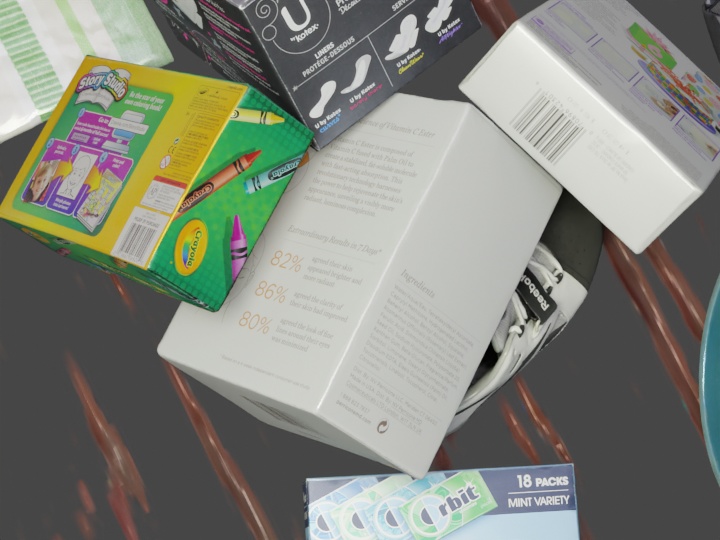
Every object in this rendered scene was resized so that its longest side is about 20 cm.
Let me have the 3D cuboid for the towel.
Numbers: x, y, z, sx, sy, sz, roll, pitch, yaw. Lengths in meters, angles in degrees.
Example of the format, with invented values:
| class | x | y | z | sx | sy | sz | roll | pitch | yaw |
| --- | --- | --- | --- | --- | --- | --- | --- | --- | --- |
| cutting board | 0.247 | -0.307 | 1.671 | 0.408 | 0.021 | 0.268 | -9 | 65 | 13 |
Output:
| class | x | y | z | sx | sy | sz | roll | pitch | yaw |
| --- | --- | --- | --- | --- | --- | --- | --- | --- | --- |
| towel | -0.244 | -0.157 | 1.193 | 0.200 | 0.023 | 0.153 | -27 | 84 | -10 |

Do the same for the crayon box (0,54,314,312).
| class | x | y | z | sx | sy | sz | roll | pitch | yaw |
| --- | --- | --- | --- | --- | --- | --- | --- | --- | --- |
| crayon box | -0.127 | -0.056 | 1.097 | 0.058 | 0.200 | 0.119 | 34 | 80 | -36 |

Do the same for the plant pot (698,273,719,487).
| class | x | y | z | sx | sy | sz | roll | pitch | yaw |
| --- | --- | --- | --- | --- | --- | --- | --- | --- | --- |
| plant pot | 0.338 | 0.066 | 1.127 | 0.188 | 0.200 | 0.200 | 3 | 80 | -20 |

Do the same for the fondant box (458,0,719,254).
| class | x | y | z | sx | sy | sz | roll | pitch | yaw |
| --- | --- | --- | --- | --- | --- | --- | --- | --- | --- |
| fondant box | 0.156 | -0.102 | 1.130 | 0.144 | 0.200 | 0.058 | 44 | 117 | 3 |

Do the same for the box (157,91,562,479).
| class | x | y | z | sx | sy | sz | roll | pitch | yaw |
| --- | --- | --- | --- | --- | --- | --- | --- | --- | --- |
| box | 0.000 | 0.000 | 1.107 | 0.106 | 0.152 | 0.200 | 37 | 76 | -42 |

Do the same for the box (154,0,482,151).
| class | x | y | z | sx | sy | sz | roll | pitch | yaw |
| --- | --- | --- | --- | --- | --- | --- | --- | --- | --- |
| box | -0.044 | -0.185 | 1.114 | 0.132 | 0.115 | 0.200 | -38 | 40 | -9 |

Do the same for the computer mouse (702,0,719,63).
| class | x | y | z | sx | sy | sz | roll | pitch | yaw |
| --- | --- | --- | --- | --- | --- | --- | --- | --- | --- |
| computer mouse | 0.291 | -0.170 | 1.232 | 0.140 | 0.046 | 0.200 | -31 | 79 | -14 |

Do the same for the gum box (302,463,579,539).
| class | x | y | z | sx | sy | sz | roll | pitch | yaw |
| --- | --- | --- | --- | --- | --- | --- | --- | --- | --- |
| gum box | 0.054 | 0.224 | 1.140 | 0.170 | 0.045 | 0.200 | -2 | 80 | -5 |

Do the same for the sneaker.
| class | x | y | z | sx | sy | sz | roll | pitch | yaw |
| --- | --- | --- | --- | --- | --- | --- | --- | --- | --- |
| sneaker | 0.091 | 0.026 | 1.157 | 0.074 | 0.089 | 0.200 | 37 | 78 | 4 |
